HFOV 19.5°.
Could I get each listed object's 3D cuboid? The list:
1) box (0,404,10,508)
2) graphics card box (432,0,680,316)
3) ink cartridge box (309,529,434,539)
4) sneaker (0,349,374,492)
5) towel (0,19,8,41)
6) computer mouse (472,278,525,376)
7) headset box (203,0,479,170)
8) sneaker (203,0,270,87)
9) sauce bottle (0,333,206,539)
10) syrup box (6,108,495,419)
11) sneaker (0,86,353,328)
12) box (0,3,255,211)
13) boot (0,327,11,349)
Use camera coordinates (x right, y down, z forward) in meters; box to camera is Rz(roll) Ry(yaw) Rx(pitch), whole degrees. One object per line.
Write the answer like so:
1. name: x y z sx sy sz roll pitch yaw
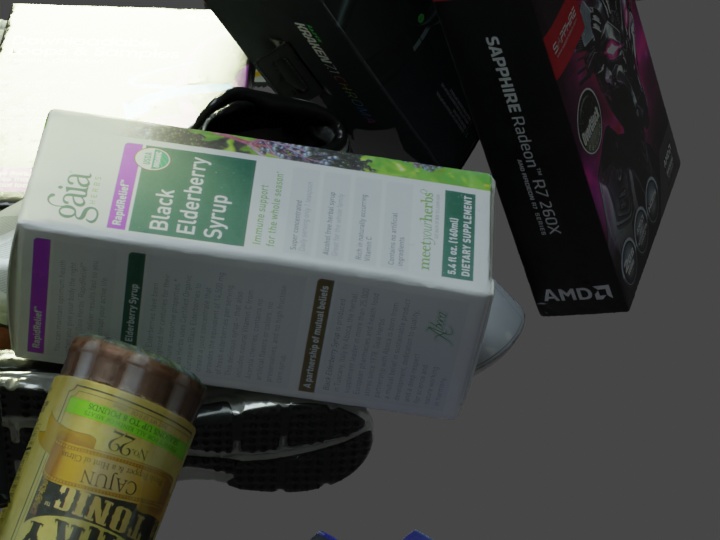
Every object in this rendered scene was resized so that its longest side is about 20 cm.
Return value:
1. box: -0.231 0.027 0.884 0.200 0.159 0.046 -7 -3 42
2. graphics card box: 0.093 -0.093 0.977 0.051 0.200 0.126 -3 35 25
3. ink cartridge box: -0.025 0.166 0.817 0.200 0.039 0.099 -37 35 -24
4. sneaker: -0.096 0.055 0.946 0.199 0.074 0.080 2 44 -10
5. towel: -0.251 -0.071 1.249 0.200 0.086 0.166 9 45 36
6. computer mouse: 0.000 0.000 1.038 0.110 0.044 0.200 -39 37 -27
7. headset box: 0.017 -0.165 1.015 0.093 0.174 0.200 17 68 38
8. sneaker: -0.016 -0.197 1.291 0.200 0.090 0.070 -40 37 -27
9. sauce bottle: -0.122 0.127 0.843 0.065 0.065 0.200 7 72 37
10. syrup box: -0.047 -0.003 0.906 0.200 0.082 0.079 9 42 -4
11. sneaker: -0.099 -0.040 0.980 0.200 0.115 0.076 -16 67 -8
12. box: -0.132 -0.079 1.126 0.143 0.036 0.200 2 36 0
13. boot: -0.137 0.038 1.040 0.188 0.069 0.200 -37 38 -29
